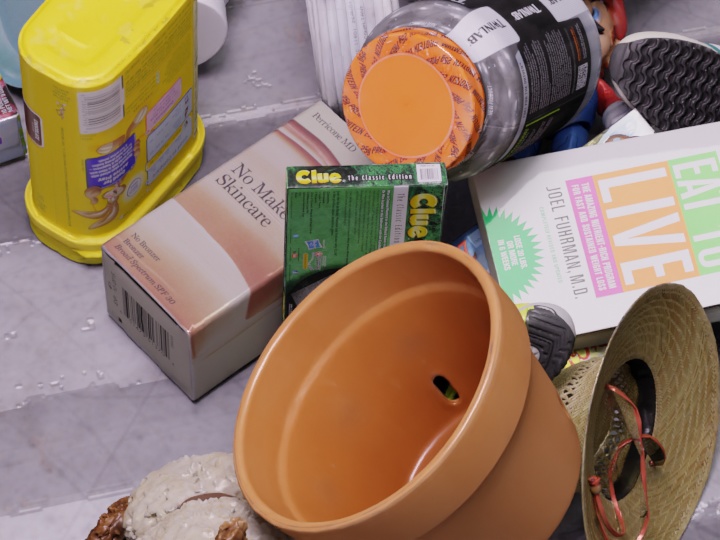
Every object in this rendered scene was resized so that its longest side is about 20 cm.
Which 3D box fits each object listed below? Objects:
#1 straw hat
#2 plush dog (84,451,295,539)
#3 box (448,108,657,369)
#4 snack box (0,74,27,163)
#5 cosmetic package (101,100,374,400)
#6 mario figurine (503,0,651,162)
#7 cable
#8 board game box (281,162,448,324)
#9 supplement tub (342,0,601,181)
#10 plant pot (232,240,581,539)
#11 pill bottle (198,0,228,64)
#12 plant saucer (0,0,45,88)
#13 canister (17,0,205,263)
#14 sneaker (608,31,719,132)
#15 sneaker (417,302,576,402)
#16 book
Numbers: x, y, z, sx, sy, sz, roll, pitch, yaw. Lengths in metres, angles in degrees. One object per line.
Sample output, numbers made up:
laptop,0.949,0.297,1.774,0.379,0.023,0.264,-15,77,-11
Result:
straw hat,0.156,0.102,1.590,0.085,0.201,0.201,6,50,34
plush dog,-0.095,0.180,1.530,0.199,0.161,0.172,-9,33,-9
box,0.155,-0.001,1.681,0.200,0.038,0.137,-36,79,-15
snack box,-0.361,-0.116,1.758,0.200,0.053,0.142,-21,58,-15
cosmetic package,-0.072,-0.016,1.686,0.200,0.087,0.103,-36,63,-25
mario figurine,0.145,-0.146,1.773,0.123,0.106,0.200,30,60,-27
cable,-0.008,-0.204,1.749,0.069,0.201,0.200,-8,17,0
board game box,0.000,0.000,1.611,0.104,0.200,0.024,0,52,-3
supplement tub,0.074,-0.131,1.634,0.122,0.123,0.200,30,26,17
plant pot,0.042,0.103,1.477,0.200,0.140,0.200,-27,41,27
pill bottle,-0.152,-0.254,1.830,0.112,0.113,0.200,-5,57,-7
plant saucer,-0.224,-0.232,1.788,0.027,0.200,0.200,9,43,-46
canister,-0.172,-0.119,1.682,0.086,0.200,0.149,30,59,16
sneaker,0.260,-0.130,1.768,0.199,0.071,0.093,12,10,-20
sneaker,0.053,0.057,1.600,0.200,0.075,0.076,-22,30,29
book,0.185,-0.023,1.650,0.199,0.048,0.134,-12,72,-6
